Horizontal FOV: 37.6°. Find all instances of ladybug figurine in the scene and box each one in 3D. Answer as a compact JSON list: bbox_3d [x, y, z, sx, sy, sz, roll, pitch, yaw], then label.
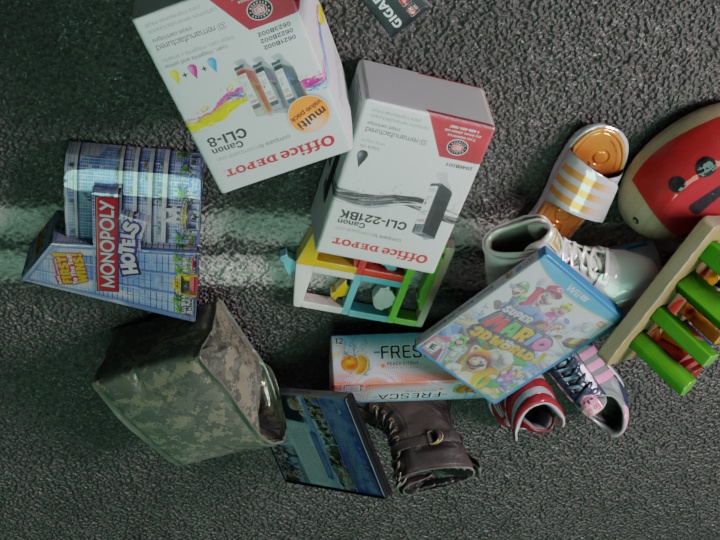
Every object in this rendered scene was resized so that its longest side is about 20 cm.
[{"bbox_3d":[0.379,-0.103,1.178,0.135,0.072,0.200,31,121,-26],"label":"ladybug figurine"}]

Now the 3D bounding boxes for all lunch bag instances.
[{"bbox_3d":[-0.200,0.153,1.304,0.162,0.118,0.201,-15,125,22],"label":"lunch bag"}]

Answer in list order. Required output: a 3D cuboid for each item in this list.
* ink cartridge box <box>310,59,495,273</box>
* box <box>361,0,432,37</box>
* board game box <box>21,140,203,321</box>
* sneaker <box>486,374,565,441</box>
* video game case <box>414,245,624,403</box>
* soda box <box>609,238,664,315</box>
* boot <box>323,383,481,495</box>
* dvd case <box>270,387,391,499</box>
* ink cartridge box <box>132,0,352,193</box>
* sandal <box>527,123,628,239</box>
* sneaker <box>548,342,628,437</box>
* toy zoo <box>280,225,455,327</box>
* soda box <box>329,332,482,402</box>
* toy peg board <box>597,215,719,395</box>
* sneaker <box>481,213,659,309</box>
[{"bbox_3d":[0.040,-0.106,1.140,0.142,0.084,0.202,10,129,-14],"label":"ink cartridge box"},{"bbox_3d":[-0.015,-0.306,0.895,0.046,0.201,0.159,-34,125,16],"label":"box"},{"bbox_3d":[-0.278,-0.041,1.183,0.197,0.062,0.202,3,129,-8],"label":"board game box"},{"bbox_3d":[0.211,0.182,1.355,0.070,0.113,0.201,-18,145,-3],"label":"sneaker"},{"bbox_3d":[0.180,0.068,1.207,0.143,0.018,0.199,36,123,-27],"label":"video game case"},{"bbox_3d":[0.266,0.026,1.274,0.197,0.064,0.069,-14,144,7],"label":"soda box"},{"bbox_3d":[0.044,0.208,1.340,0.197,0.175,0.070,-9,131,1],"label":"boot"},{"bbox_3d":[-0.055,0.214,1.334,0.198,0.017,0.144,-3,114,47],"label":"dvd case"},{"bbox_3d":[-0.104,-0.208,1.005,0.143,0.146,0.201,-17,130,9],"label":"ink cartridge box"},{"bbox_3d":[0.244,-0.069,1.203,0.078,0.060,0.208,14,128,-17],"label":"sandal"},{"bbox_3d":[0.286,0.139,1.363,0.070,0.083,0.199,-36,121,27],"label":"sneaker"},{"bbox_3d":[0.000,0.000,1.266,0.197,0.021,0.132,11,128,-14],"label":"toy zoo"},{"bbox_3d":[0.060,0.121,1.322,0.197,0.069,0.064,-1,152,-4],"label":"soda box"},{"bbox_3d":[0.401,0.046,1.208,0.198,0.098,0.201,-4,134,-52],"label":"toy peg board"},{"bbox_3d":[0.233,-0.009,1.184,0.197,0.075,0.116,-1,152,15],"label":"sneaker"}]
